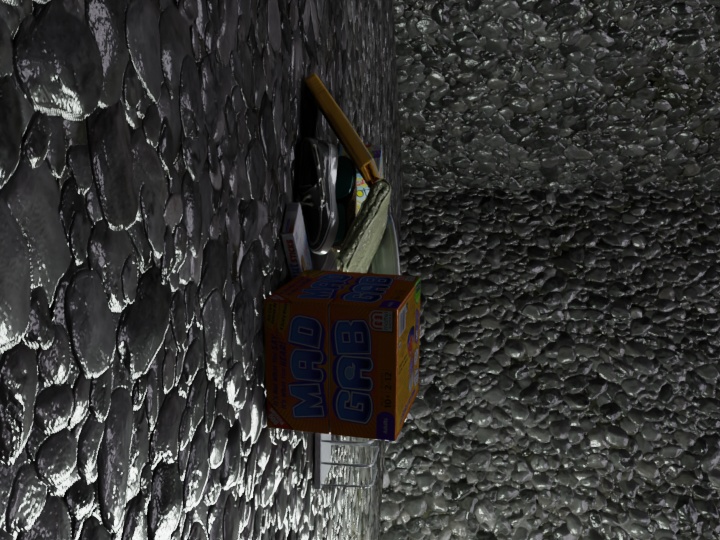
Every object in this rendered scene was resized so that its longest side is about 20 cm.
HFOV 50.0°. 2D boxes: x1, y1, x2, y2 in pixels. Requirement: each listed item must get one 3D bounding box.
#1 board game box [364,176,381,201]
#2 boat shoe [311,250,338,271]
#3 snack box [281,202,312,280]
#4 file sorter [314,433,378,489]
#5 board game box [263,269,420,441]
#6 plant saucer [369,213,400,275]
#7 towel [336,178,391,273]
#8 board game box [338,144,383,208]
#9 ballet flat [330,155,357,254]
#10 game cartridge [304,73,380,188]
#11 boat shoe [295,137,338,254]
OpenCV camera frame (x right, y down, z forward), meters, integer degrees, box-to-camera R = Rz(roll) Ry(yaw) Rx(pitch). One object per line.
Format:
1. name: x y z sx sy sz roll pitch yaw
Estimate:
1. board game box: 0.022 -0.106 1.515 0.200 0.019 0.103 68 44 -79
2. boat shoe: -0.069 -0.074 1.433 0.068 0.072 0.201 30 59 -37
3. snack box: -0.104 -0.020 1.306 0.200 0.024 0.072 83 9 -50
4. file sorter: -0.026 0.342 1.623 0.139 0.124 0.201 -37 128 -81
5. board game box: -0.021 0.122 1.196 0.200 0.199 0.201 -43 134 -71
6. plant saucer: 0.044 -0.010 1.515 0.200 0.050 0.201 176 -90 -87
7. towel: 0.007 -0.050 1.361 0.149 0.036 0.201 92 20 -57
8. board game box: 0.003 -0.194 1.856 0.200 0.102 0.105 83 10 -50
9. ballet flat: -0.037 -0.114 1.409 0.065 0.070 0.201 59 32 -55
10. game cartridge: -0.032 -0.255 1.425 0.200 0.032 0.176 56 2 10
11. boat shoe: -0.082 -0.129 1.333 0.063 0.071 0.201 7 80 -45
